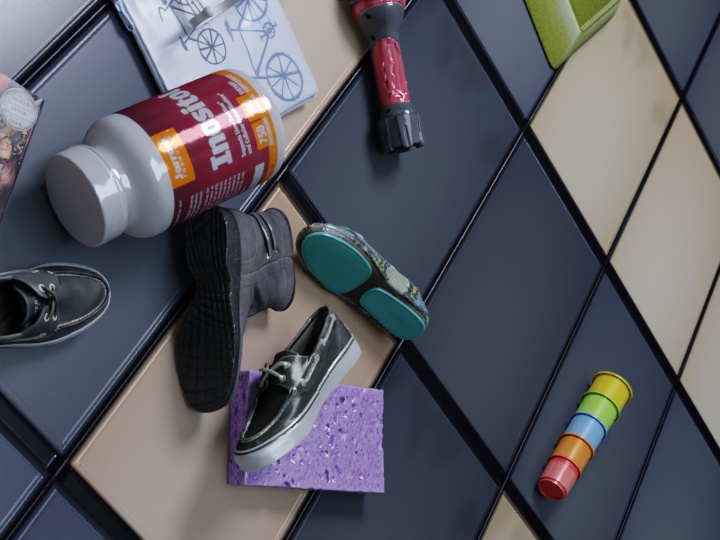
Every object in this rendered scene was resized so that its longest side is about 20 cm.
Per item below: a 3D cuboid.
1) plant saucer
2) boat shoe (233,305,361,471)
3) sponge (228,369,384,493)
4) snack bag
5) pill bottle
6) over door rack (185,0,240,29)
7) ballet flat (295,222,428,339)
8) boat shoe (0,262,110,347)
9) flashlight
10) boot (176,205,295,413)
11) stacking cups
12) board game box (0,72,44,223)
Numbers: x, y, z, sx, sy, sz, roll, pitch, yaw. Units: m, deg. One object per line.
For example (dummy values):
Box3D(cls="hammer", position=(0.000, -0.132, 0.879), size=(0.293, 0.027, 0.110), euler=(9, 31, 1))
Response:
Box3D(cls="plant saucer", position=(0.298, -0.416, 1.685), size=(0.200, 0.048, 0.201), euler=(-42, 114, -43))
Box3D(cls="boat shoe", position=(-0.070, 0.109, 1.140), size=(0.064, 0.070, 0.200), euler=(61, 39, -21))
Box3D(cls="sponge", position=(-0.050, 0.168, 1.218), size=(0.200, 0.030, 0.112), euler=(14, 73, -45))
Box3D(cls="snack bag", position=(-0.141, -0.222, 1.195), size=(0.200, 0.021, 0.189), euler=(-39, 111, -40))
Box3D(cls="pill bottle", position=(-0.172, -0.098, 1.062), size=(0.200, 0.113, 0.113), euler=(-31, 106, -37))
Box3D(cls="over door rack", position=(-0.129, -0.342, 1.168), size=(0.200, 0.067, 0.148), euler=(-41, 101, -40))
Box3D(cls="ballet flat", position=(0.000, 0.000, 1.287), size=(0.200, 0.074, 0.074), euler=(45, 53, -35))
Box3D(cls="boat shoe", position=(-0.280, 0.032, 0.971), size=(0.200, 0.056, 0.069), euler=(-12, 92, -47))
Box3D(cls="flashlight", position=(0.033, -0.236, 1.351), size=(0.068, 0.068, 0.201), euler=(-11, 91, -49))
Box3D(cls="boot", position=(-0.109, 0.036, 1.154), size=(0.131, 0.070, 0.201), euler=(5, 91, -60))
Box3D(cls="stacking cups", position=(0.292, 0.222, 1.567), size=(0.200, 0.060, 0.061), euler=(-50, 119, -35))
Box3D(cls="board game box", position=(-0.357, -0.124, 0.932), size=(0.200, 0.035, 0.136), euler=(32, 61, -40))
